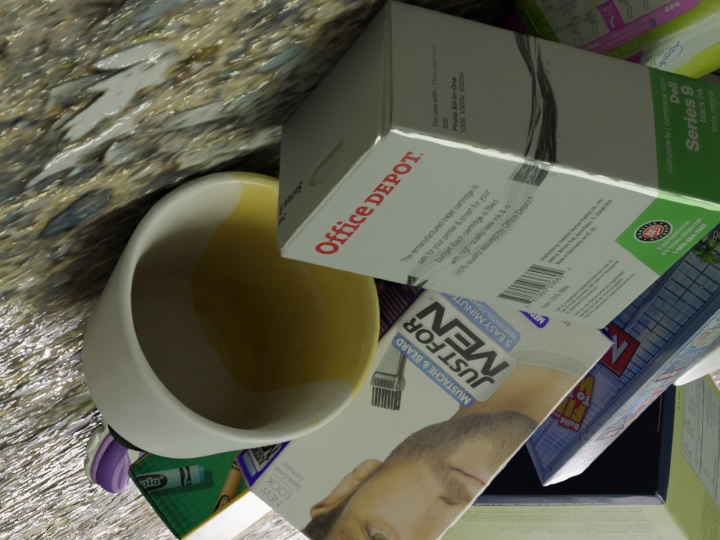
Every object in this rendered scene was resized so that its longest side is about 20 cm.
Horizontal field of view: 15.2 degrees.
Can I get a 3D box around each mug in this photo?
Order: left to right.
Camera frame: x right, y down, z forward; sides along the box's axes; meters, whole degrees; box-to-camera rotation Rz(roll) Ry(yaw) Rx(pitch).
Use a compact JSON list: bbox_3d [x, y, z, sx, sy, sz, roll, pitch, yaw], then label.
[{"bbox_3d":[-0.069,0.040,1.522,0.185,0.150,0.153,5,162,-22],"label":"mug"}]

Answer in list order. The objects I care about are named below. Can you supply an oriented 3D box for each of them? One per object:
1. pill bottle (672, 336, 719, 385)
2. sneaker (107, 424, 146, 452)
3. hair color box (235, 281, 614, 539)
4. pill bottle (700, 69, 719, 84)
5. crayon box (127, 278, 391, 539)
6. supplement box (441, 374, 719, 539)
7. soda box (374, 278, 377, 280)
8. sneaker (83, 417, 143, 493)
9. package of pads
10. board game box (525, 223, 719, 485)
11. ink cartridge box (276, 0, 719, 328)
[{"bbox_3d":[0.185,-0.038,1.679,0.113,0.201,0.113,-28,168,-7],"label":"pill bottle"},{"bbox_3d":[-0.084,0.034,1.651,0.200,0.074,0.080,-43,165,7],"label":"sneaker"},{"bbox_3d":[0.036,0.075,1.541,0.200,0.109,0.065,-49,-163,5],"label":"hair color box"},{"bbox_3d":[0.255,-0.086,1.866,0.199,0.114,0.113,-17,163,-48],"label":"pill bottle"},{"bbox_3d":[-0.040,0.090,1.649,0.200,0.058,0.119,-37,169,-4],"label":"crayon box"},{"bbox_3d":[0.149,0.131,1.939,0.199,0.135,0.200,-2,156,21],"label":"supplement box"},{"bbox_3d":[0.000,0.000,1.730,0.199,0.064,0.068,-30,169,-3],"label":"soda box"},{"bbox_3d":[-0.105,0.102,1.854,0.199,0.084,0.081,-34,168,20],"label":"sneaker"},{"bbox_3d":[0.167,-0.146,1.516,0.199,0.068,0.155,-27,169,-15],"label":"package of pads"},{"bbox_3d":[0.129,0.015,1.615,0.062,0.200,0.201,-8,131,-60],"label":"board game box"},{"bbox_3d":[0.073,-0.053,1.419,0.199,0.085,0.146,13,149,-22],"label":"ink cartridge box"}]
